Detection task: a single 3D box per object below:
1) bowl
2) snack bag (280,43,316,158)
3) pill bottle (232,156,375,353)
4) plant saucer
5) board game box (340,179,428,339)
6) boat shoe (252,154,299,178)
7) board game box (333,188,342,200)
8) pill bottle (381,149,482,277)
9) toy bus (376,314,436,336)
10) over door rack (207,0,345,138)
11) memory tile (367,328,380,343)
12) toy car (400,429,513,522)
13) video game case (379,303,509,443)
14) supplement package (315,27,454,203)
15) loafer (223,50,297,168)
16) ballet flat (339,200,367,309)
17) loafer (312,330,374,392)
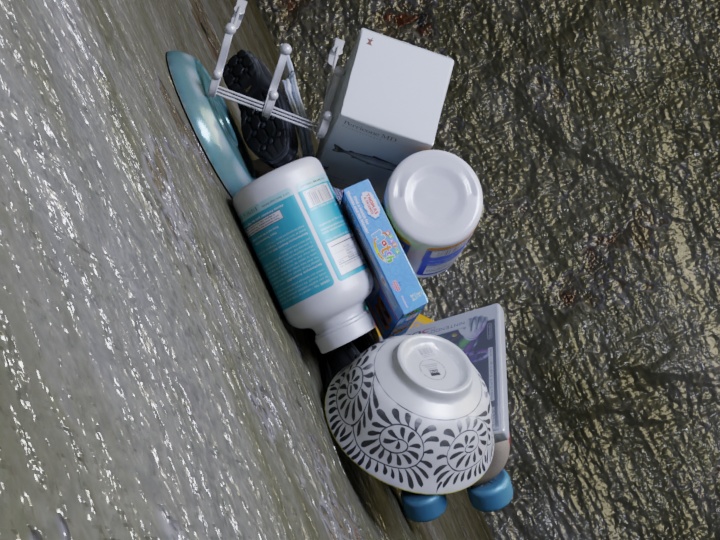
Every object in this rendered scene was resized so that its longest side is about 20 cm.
[{"bbox_3d":[0.068,0.133,1.185,0.202,0.197,0.095,-112,-147,-44],"label":"bowl"},{"bbox_3d":[-0.080,-0.184,1.481,0.190,0.021,0.202,78,-3,-47],"label":"snack bag"},{"bbox_3d":[-0.055,-0.014,1.214,0.111,0.109,0.203,-25,91,-86],"label":"pill bottle"},{"bbox_3d":[-0.168,-0.170,1.284,0.200,0.027,0.203,-90,154,-80],"label":"plant saucer"},{"bbox_3d":[0.019,-0.005,1.273,0.153,0.036,0.200,64,-11,9],"label":"board game box"},{"bbox_3d":[-0.105,-0.094,1.470,0.200,0.073,0.094,-111,-167,-70],"label":"boat shoe"},{"bbox_3d":[-0.024,-0.114,1.631,0.062,0.197,0.200,62,4,-5],"label":"board game box"},{"bbox_3d":[0.075,-0.056,1.286,0.200,0.111,0.114,107,-41,-76],"label":"pill bottle"},{"bbox_3d":[0.055,0.094,1.576,0.197,0.079,0.065,26,-9,11],"label":"toy bus"},{"bbox_3d":[-0.093,-0.249,1.279,0.145,0.067,0.202,20,38,-11],"label":"over door rack"},{"bbox_3d":[-0.031,0.041,1.451,0.155,0.017,0.200,66,-15,2],"label":"memory tile"},{"bbox_3d":[0.115,0.198,1.480,0.201,0.174,0.187,-77,152,-62],"label":"toy car"},{"bbox_3d":[0.092,0.141,1.339,0.023,0.179,0.202,55,27,-38],"label":"video game case"},{"bbox_3d":[0.021,-0.177,1.313,0.200,0.115,0.119,124,-18,-69],"label":"supplement package"},{"bbox_3d":[-0.113,-0.194,1.341,0.070,0.068,0.202,36,20,-45],"label":"loafer"},{"bbox_3d":[0.000,0.000,1.531,0.072,0.071,0.204,-42,122,-86],"label":"ballet flat"},{"bbox_3d":[-0.015,0.100,1.339,0.201,0.069,0.069,-109,173,-59],"label":"loafer"}]
